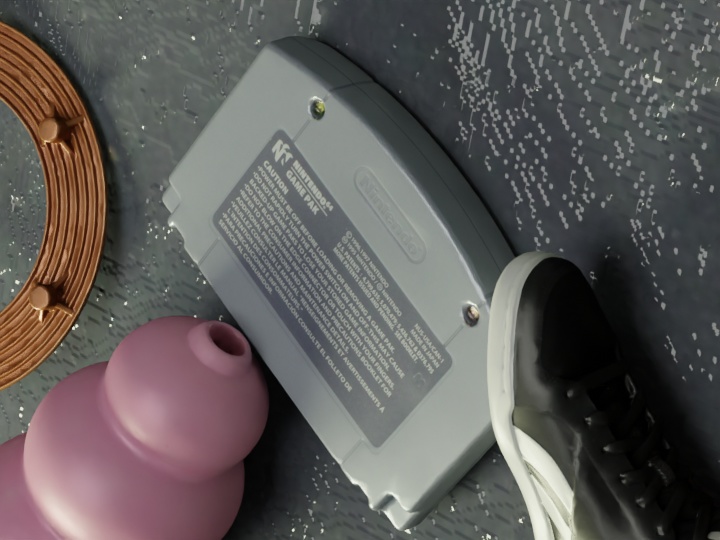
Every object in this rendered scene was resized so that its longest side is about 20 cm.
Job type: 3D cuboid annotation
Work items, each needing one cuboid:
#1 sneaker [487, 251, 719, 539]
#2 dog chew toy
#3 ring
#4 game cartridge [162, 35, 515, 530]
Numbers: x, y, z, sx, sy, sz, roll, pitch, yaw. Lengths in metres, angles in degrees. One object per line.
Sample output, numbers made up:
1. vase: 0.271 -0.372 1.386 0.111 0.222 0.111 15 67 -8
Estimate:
1. sneaker: 0.123 0.087 1.049 0.112 0.073 0.200 0 109 38
2. dog chew toy: -0.112 0.100 1.224 0.125 0.124 0.200 49 121 21
3. ring: -0.216 -0.032 1.308 0.200 0.019 0.201 0 90 26
4. game cartridge: 0.000 0.000 1.154 0.200 0.041 0.133 54 133 18
